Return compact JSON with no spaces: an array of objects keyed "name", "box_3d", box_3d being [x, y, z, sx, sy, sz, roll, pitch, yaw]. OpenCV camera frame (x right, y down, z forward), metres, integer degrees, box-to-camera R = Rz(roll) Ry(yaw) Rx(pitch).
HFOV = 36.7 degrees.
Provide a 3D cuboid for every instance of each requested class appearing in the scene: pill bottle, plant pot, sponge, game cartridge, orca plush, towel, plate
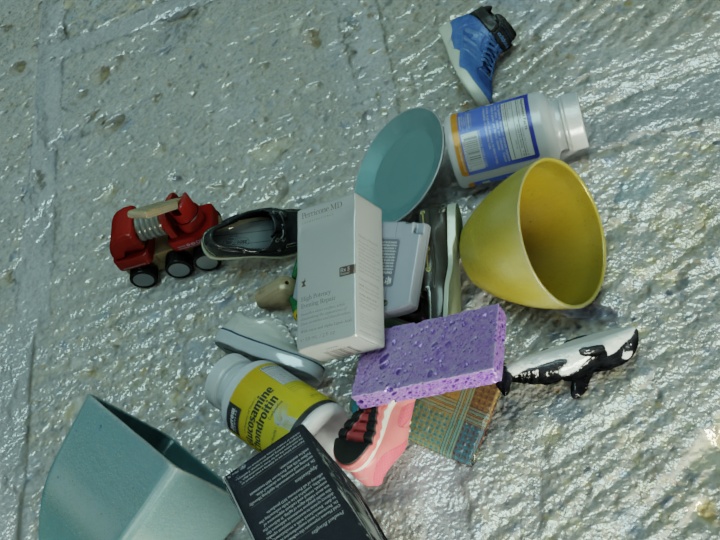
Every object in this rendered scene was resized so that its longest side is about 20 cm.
[{"name":"pill bottle","box_3d":[0.231,-0.198,1.602,0.197,0.112,0.113,-14,53,13]},{"name":"plant pot","box_3d":[-0.304,0.319,1.428,0.195,0.196,0.201,30,82,35]},{"name":"sponge","box_3d":[0.087,0.109,1.373,0.198,0.030,0.112,-15,39,26]},{"name":"game cartridge","box_3d":[0.000,0.000,1.488,0.198,0.041,0.135,2,80,35]},{"name":"orca plush","box_3d":[0.267,0.132,1.380,0.198,0.105,0.072,-17,92,-22]},{"name":"towel","box_3d":[0.090,0.158,1.453,0.198,0.022,0.148,20,83,31]},{"name":"pill bottle","box_3d":[-0.119,0.192,1.478,0.199,0.112,0.112,27,70,35]},{"name":"plant pot","box_3d":[0.219,-0.036,1.465,0.141,0.199,0.202,-15,48,44]},{"name":"plate","box_3d":[0.064,-0.154,1.660,0.199,0.025,0.202,-32,46,39]}]

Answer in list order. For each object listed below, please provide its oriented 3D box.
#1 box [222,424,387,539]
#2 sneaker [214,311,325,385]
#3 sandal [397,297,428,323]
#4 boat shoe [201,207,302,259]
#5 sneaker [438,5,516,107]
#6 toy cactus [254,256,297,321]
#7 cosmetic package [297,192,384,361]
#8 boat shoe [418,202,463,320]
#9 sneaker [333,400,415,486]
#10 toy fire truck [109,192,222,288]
[{"name":"box","box_3d":[-0.042,0.326,1.294,0.123,0.201,0.197,-33,51,-1]},{"name":"sneaker","box_3d":[-0.126,0.105,1.567,0.198,0.073,0.071,19,69,32]},{"name":"sandal","box_3d":[0.062,0.049,1.541,0.075,0.048,0.201,-37,52,-5]},{"name":"boat shoe","box_3d":[-0.144,-0.061,1.655,0.197,0.066,0.076,-4,77,-10]},{"name":"sneaker","box_3d":[0.202,-0.352,1.743,0.110,0.077,0.201,-28,44,14]},{"name":"toy cactus","box_3d":[-0.085,0.020,1.608,0.163,0.102,0.202,-18,60,23]},{"name":"cosmetic package","box_3d":[-0.027,0.009,1.433,0.101,0.074,0.203,-16,65,31]},{"name":"boat shoe","box_3d":[0.105,0.005,1.478,0.060,0.072,0.204,-3,63,16]},{"name":"sneaker","box_3d":[0.036,0.191,1.420,0.073,0.087,0.201,5,51,41]},{"name":"toy fire truck","box_3d":[-0.322,-0.066,1.686,0.174,0.201,0.130,-14,52,13]}]
